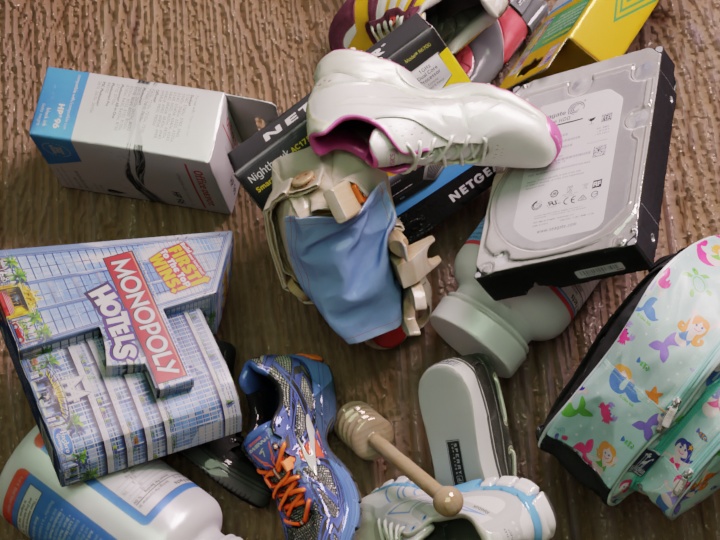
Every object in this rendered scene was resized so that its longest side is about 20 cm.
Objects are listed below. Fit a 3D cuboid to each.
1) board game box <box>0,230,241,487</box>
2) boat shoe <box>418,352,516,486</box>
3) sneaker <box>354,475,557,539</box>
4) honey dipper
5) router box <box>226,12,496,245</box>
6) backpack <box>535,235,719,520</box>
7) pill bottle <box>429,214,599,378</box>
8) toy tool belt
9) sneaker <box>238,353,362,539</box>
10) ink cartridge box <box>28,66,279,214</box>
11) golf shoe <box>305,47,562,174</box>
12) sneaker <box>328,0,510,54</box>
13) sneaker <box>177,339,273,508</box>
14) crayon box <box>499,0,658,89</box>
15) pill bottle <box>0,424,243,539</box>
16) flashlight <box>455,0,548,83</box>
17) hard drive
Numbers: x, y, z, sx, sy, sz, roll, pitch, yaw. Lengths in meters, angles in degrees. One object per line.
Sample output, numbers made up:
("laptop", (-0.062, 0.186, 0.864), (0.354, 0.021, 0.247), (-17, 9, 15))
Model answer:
("board game box", (-0.175, 0.049, 1.343), (0.199, 0.062, 0.200), (-17, 56, -19))
("boat shoe", (0.097, 0.165, 1.331), (0.071, 0.064, 0.201), (-2, 97, 41))
("sneaker", (0.046, 0.200, 1.282), (0.200, 0.087, 0.075), (-17, 93, 43))
("honey dipper", (0.029, 0.147, 1.301), (0.038, 0.200, 0.038), (-5, 104, -20))
("router box", (0.013, -0.092, 1.391), (0.200, 0.149, 0.051), (-37, 27, 4))
("backpack", (0.246, 0.078, 1.270), (0.150, 0.177, 0.200), (34, 114, 22))
("pill bottle", (0.147, -0.015, 1.382), (0.109, 0.109, 0.200), (34, 77, 16))
("toy tool belt", (0.000, 0.000, 1.328), (0.125, 0.200, 0.123), (-24, 29, -1))
("sneaker", (-0.058, 0.153, 1.339), (0.075, 0.078, 0.200), (-41, 48, 33))
("ink cartridge box", (-0.168, -0.107, 1.443), (0.199, 0.116, 0.068), (9, 71, 10))
("golf shoe", (0.052, -0.102, 1.287), (0.199, 0.075, 0.092), (15, 54, 8))
("sneaker", (0.043, -0.213, 1.434), (0.200, 0.075, 0.090), (-25, 32, 37))
("sneaker", (-0.131, 0.101, 1.394), (0.200, 0.060, 0.104), (33, 79, 19))
("crayon box", (0.205, -0.223, 1.440), (0.052, 0.126, 0.200), (37, 76, -10))
("pill bottle", (-0.181, 0.203, 1.334), (0.200, 0.112, 0.112), (34, 77, 16))
("flashlight", (0.081, -0.173, 1.471), (0.068, 0.068, 0.200), (29, 75, 43))
("hard drive", (0.168, -0.077, 1.303), (0.139, 0.038, 0.200), (-12, 47, 34))
